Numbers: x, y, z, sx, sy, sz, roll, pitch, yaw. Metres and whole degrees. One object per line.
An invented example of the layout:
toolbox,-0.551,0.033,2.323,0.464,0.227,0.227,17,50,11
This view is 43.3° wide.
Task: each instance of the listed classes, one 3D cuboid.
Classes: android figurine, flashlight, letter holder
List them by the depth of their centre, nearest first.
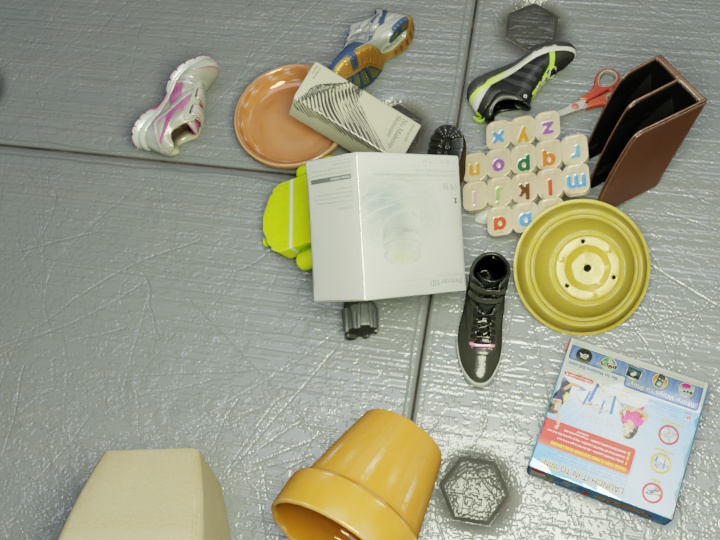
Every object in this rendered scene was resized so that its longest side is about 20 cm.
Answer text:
letter holder,0.388,-0.191,1.334,0.142,0.200,0.101,-27,65,-19
flashlight,0.000,0.000,1.390,0.067,0.068,0.201,-6,65,4
android figurine,-0.076,-0.090,1.415,0.199,0.041,0.183,-19,61,31

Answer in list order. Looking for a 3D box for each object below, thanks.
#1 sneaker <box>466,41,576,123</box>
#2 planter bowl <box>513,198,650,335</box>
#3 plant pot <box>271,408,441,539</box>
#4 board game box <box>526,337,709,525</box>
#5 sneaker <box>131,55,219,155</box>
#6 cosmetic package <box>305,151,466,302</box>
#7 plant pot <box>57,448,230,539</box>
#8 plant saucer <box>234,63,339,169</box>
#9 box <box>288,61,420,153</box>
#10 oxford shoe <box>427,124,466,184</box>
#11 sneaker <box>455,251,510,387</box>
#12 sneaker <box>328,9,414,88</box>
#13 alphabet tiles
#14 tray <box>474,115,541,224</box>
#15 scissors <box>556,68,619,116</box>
sneaker,0.270,-0.298,1.486,0.199,0.072,0.083,-26,70,4
planter bowl,0.321,-0.004,1.301,0.199,0.083,0.202,0,91,8
plant pot,0.013,0.293,1.206,0.199,0.201,0.184,25,57,17
board game box,0.355,0.219,1.255,0.199,0.056,0.197,19,71,15
sneaker,-0.295,-0.272,1.543,0.088,0.081,0.201,32,82,17
cosmetic package,0.038,-0.061,1.295,0.123,0.198,0.202,-1,93,50
plant pot,-0.276,0.347,1.217,0.198,0.201,0.178,-3,56,6
plant saucer,-0.113,-0.255,1.530,0.198,0.038,0.202,-2,67,5
box,-0.010,-0.243,1.460,0.199,0.068,0.083,29,71,-3
oxford shoe,0.127,-0.120,1.423,0.072,0.084,0.201,21,91,19
sneaker,0.178,0.064,1.322,0.070,0.099,0.201,6,69,8
sneaker,0.002,-0.376,1.548,0.088,0.076,0.200,30,56,30
alphabet tiles,0.254,-0.149,1.403,0.199,0.015,0.197,-8,68,23
tray,0.251,-0.161,1.451,0.107,0.022,0.201,9,68,12
scissors,0.363,-0.266,1.473,0.199,0.014,0.073,-35,68,-16
